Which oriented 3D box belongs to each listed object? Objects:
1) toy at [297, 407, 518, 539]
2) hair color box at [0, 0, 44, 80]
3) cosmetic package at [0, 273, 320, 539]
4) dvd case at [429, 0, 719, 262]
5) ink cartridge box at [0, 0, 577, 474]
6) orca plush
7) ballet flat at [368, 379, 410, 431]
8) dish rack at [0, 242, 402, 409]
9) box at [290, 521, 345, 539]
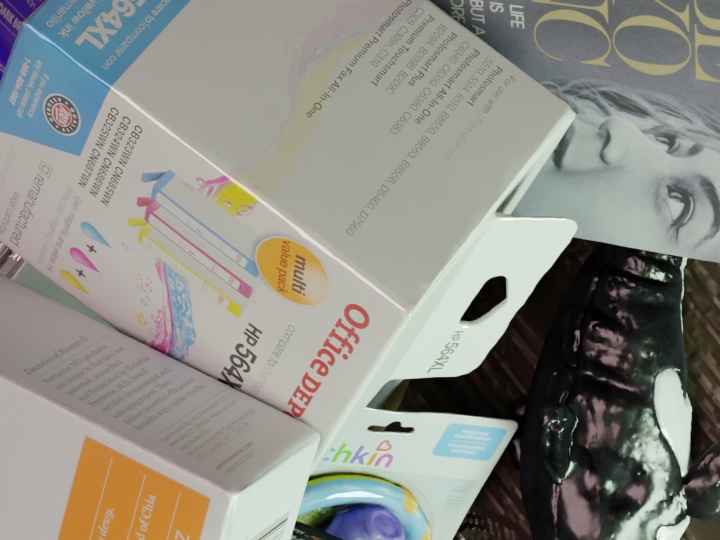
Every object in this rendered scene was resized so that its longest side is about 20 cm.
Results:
[{"bbox_3d":[-0.018,0.142,1.240,0.200,0.115,0.047,-60,37,34],"label":"toy"},{"bbox_3d":[-0.150,-0.167,1.207,0.109,0.065,0.201,2,63,37],"label":"hair color box"},{"bbox_3d":[-0.125,0.072,1.127,0.199,0.071,0.102,25,116,19],"label":"cosmetic package"},{"bbox_3d":[0.088,-0.071,1.139,0.199,0.016,0.149,9,132,18],"label":"dvd case"},{"bbox_3d":[-0.028,-0.034,1.125,0.200,0.125,0.129,37,144,5],"label":"ink cartridge box"},{"bbox_3d":[0.104,0.055,1.208,0.105,0.071,0.201,31,110,22],"label":"orca plush"},{"bbox_3d":[0.000,0.000,1.263,0.068,0.063,0.201,29,109,20],"label":"ballet flat"},{"bbox_3d":[-0.085,0.033,1.237,0.172,0.044,0.200,42,107,9],"label":"dish rack"},{"bbox_3d":[-0.085,0.177,1.220,0.158,0.046,0.201,21,121,20],"label":"box"}]
